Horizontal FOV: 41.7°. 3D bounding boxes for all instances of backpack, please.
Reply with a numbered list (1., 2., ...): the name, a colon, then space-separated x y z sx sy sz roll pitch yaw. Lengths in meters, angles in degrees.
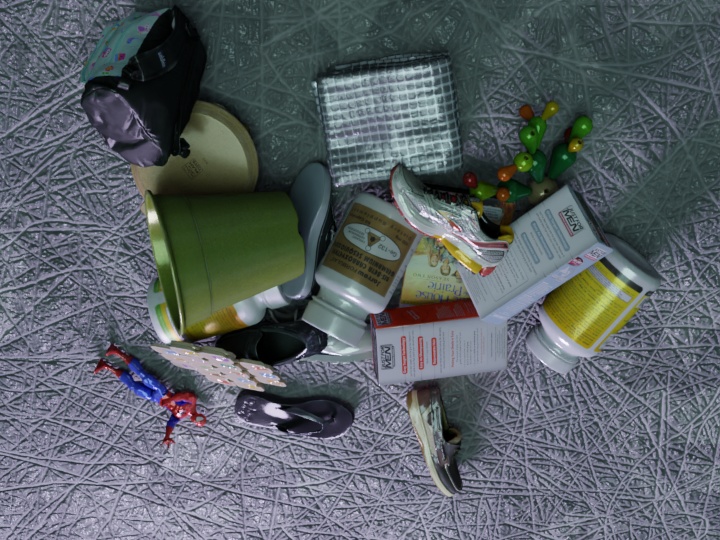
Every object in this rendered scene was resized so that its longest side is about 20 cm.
1. backpack: -0.285 -0.257 1.247 0.126 0.201 0.167 2 146 17

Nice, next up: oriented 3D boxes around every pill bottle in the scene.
1. pill bottle: -0.210 0.038 1.427 0.199 0.111 0.112 -16 113 11
2. pill bottle: 0.338 0.053 1.398 0.112 0.113 0.200 33 112 -11
3. pill bottle: 0.000 0.000 1.347 0.114 0.114 0.201 28 88 -9

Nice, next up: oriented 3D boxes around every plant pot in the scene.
1. plant pot: -0.180 -0.030 1.300 0.189 0.200 0.201 -13 116 -17

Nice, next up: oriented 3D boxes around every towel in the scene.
1. towel: 0.038 -0.208 1.313 0.198 0.086 0.167 -8 113 7

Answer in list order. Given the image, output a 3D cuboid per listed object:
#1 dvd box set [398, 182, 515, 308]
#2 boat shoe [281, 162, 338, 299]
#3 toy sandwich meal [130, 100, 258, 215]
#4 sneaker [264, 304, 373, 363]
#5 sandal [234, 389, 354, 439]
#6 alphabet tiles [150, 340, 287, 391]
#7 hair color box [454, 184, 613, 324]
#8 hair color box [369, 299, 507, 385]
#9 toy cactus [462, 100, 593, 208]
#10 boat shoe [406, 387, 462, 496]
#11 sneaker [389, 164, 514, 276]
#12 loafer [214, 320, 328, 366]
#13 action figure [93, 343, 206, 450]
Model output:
1. dvd box set: 0.142 -0.025 1.420 0.145 0.029 0.201 9 114 -1
2. boat shoe: -0.065 -0.055 1.392 0.073 0.068 0.201 3 88 40
3. toy sandwich meal: -0.237 -0.151 1.370 0.203 0.070 0.207 0 112 1
4. sneaker: -0.052 0.095 1.468 0.198 0.076 0.081 -1 105 3
5. sandal: -0.109 0.244 1.553 0.198 0.043 0.077 5 115 1
6. alphabet tiles: -0.216 0.148 1.450 0.194 0.015 0.200 8 160 14
7. hair color box: 0.240 -0.019 1.326 0.200 0.099 0.060 -37 151 25
8. hair color box: 0.118 0.105 1.417 0.198 0.061 0.102 -6 116 -6
9. toy cactus: 0.240 -0.138 1.328 0.200 0.102 0.165 -39 133 -11
10. boat shoe: 0.133 0.280 1.538 0.064 0.073 0.201 -17 112 17
11. sneaker: 0.124 -0.082 1.286 0.199 0.078 0.082 35 121 -13
12. loafer: -0.144 0.112 1.423 0.199 0.070 0.069 -10 97 29
13. action figure: -0.338 0.209 1.526 0.199 0.099 0.065 33 114 -14
